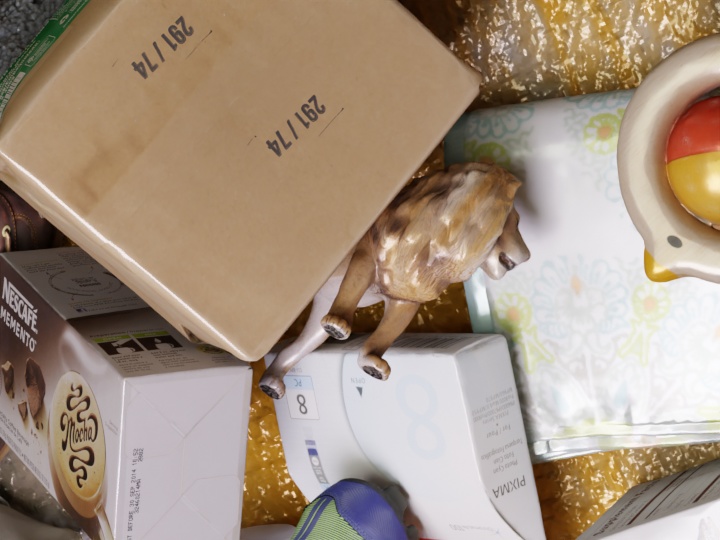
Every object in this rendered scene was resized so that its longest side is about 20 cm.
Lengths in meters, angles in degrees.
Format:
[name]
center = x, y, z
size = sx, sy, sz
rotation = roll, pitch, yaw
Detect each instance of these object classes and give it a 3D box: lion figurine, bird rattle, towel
[lion figurine]
center = 0.000, 0.000, 1.540
size = 0.072, 0.123, 0.200
rotation = 43, 152, -29
[bird rattle]
center = 0.208, -0.065, 1.430
size = 0.163, 0.113, 0.201
rotation = -7, 97, 13
[towel]
center = 0.139, 0.003, 1.538
size = 0.171, 0.048, 0.201
rotation = -6, 100, 24

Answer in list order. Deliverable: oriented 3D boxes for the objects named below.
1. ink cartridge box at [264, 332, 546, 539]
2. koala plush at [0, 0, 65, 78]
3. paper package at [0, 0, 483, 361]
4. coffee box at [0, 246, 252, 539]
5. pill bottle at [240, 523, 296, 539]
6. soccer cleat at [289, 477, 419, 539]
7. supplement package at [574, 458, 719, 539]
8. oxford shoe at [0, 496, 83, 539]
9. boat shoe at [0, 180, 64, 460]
[ink cartridge box]
center = 0.030, 0.135, 1.592
size = 0.160, 0.047, 0.201
rotation = -2, 102, 47
[koala plush]
center = -0.153, -0.161, 1.577
size = 0.177, 0.184, 0.201
rotation = 23, 100, 18
[paper package]
center = -0.072, -0.084, 1.479
size = 0.191, 0.103, 0.200
rotation = 41, 82, -16
[coffee box]
center = -0.138, 0.071, 1.607
size = 0.200, 0.080, 0.113
rotation = 39, 128, 56
[pill bottle]
center = -0.052, 0.255, 1.654
size = 0.111, 0.111, 0.201
rotation = -10, 98, 27
[soccer cleat]
center = 0.012, 0.210, 1.583
size = 0.065, 0.084, 0.201
rotation = 2, 122, 45
[supplement package]
center = 0.229, 0.153, 1.491
size = 0.200, 0.117, 0.117
rotation = -23, 93, 29
[oxford shoe]
center = -0.260, 0.153, 1.751
size = 0.199, 0.075, 0.058
rotation = 9, 110, 29
[boat shoe]
center = -0.234, 0.037, 1.711
size = 0.070, 0.070, 0.201
rotation = 22, 112, 20
